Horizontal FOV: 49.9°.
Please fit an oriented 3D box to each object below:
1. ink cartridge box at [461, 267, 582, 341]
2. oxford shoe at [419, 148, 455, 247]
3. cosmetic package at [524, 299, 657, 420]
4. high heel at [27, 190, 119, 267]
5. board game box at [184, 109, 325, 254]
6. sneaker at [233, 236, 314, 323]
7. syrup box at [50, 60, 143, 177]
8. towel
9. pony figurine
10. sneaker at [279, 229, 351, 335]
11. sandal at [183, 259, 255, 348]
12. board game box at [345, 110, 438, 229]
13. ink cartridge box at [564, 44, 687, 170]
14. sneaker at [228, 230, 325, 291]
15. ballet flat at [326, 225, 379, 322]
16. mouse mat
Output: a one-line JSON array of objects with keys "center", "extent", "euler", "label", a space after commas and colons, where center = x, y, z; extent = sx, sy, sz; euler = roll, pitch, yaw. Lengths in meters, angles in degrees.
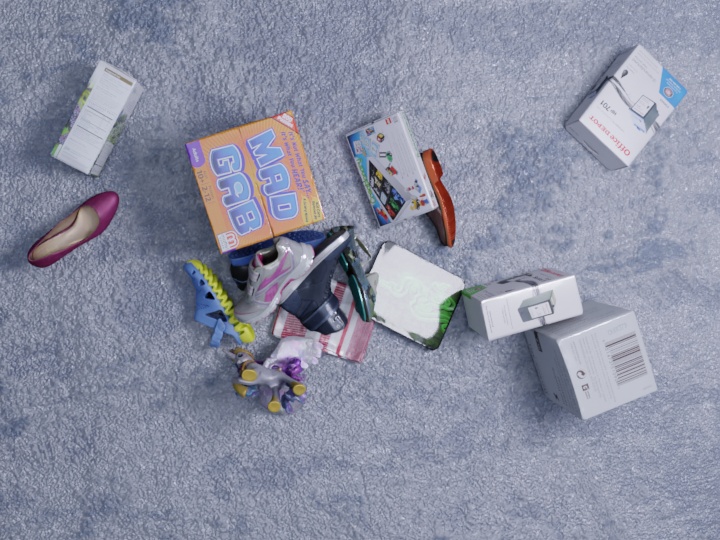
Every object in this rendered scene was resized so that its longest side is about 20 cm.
[{"center": [0.318, 0.063, 1.543], "extent": [0.197, 0.145, 0.085], "euler": [-15, 99, -6], "label": "ink cartridge box"}, {"center": [0.142, -0.140, 1.565], "extent": [0.072, 0.071, 0.203], "euler": [-14, 98, 22], "label": "oxford shoe"}, {"center": [0.450, 0.171, 1.539], "extent": [0.163, 0.200, 0.167], "euler": [-20, 95, -6], "label": "cosmetic package"}, {"center": [-0.539, -0.077, 1.462], "extent": [0.067, 0.096, 0.200], "euler": [44, 87, -7], "label": "high heel"}, {"center": [-0.193, -0.160, 1.446], "extent": [0.197, 0.200, 0.203], "euler": [-18, 96, -5], "label": "board game box"}, {"center": [-0.180, 0.010, 1.450], "extent": [0.088, 0.082, 0.200], "euler": [34, 102, -33], "label": "sneaker"}, {"center": [-0.495, -0.285, 1.466], "extent": [0.081, 0.079, 0.202], "euler": [27, 90, -7], "label": "syrup box"}, {"center": [-0.068, 0.091, 1.564], "extent": [0.197, 0.023, 0.146], "euler": [18, 90, -7], "label": "towel"}, {"center": [-0.167, 0.204, 1.485], "extent": [0.191, 0.200, 0.169], "euler": [18, 96, -19], "label": "pony figurine"}, {"center": [-0.055, 0.031, 1.495], "extent": [0.146, 0.077, 0.202], "euler": [42, 108, -8], "label": "sneaker"}, {"center": [-0.291, 0.072, 1.511], "extent": [0.086, 0.079, 0.202], "euler": [-32, 95, 0], "label": "sandal"}, {"center": [0.061, -0.197, 1.529], "extent": [0.125, 0.035, 0.203], "euler": [-18, 96, 26], "label": "board game box"}, {"center": [0.541, -0.330, 1.584], "extent": [0.146, 0.086, 0.201], "euler": [39, 86, -7], "label": "ink cartridge box"}, {"center": [-0.160, -0.021, 1.531], "extent": [0.197, 0.070, 0.079], "euler": [-15, 118, -12], "label": "sneaker"}, {"center": [0.000, 0.000, 1.531], "extent": [0.073, 0.074, 0.203], "euler": [-22, 83, -5], "label": "ballet flat"}, {"center": [0.103, 0.051, 1.577], "extent": [0.198, 0.008, 0.163], "euler": [26, 82, -11], "label": "mouse mat"}]
